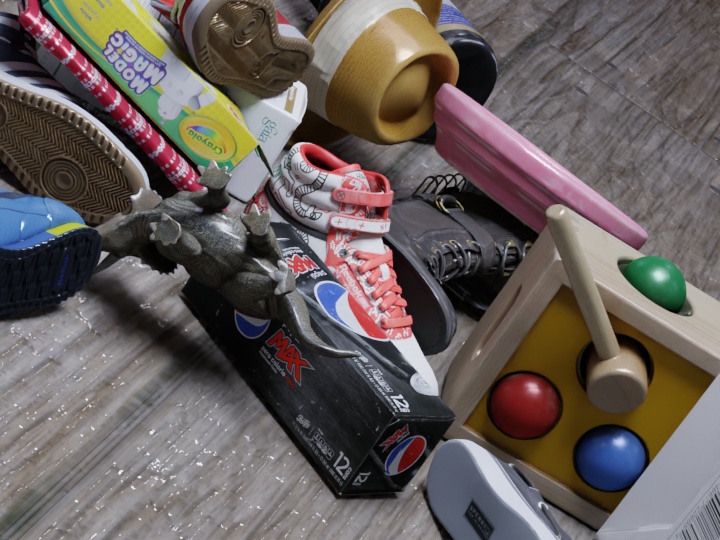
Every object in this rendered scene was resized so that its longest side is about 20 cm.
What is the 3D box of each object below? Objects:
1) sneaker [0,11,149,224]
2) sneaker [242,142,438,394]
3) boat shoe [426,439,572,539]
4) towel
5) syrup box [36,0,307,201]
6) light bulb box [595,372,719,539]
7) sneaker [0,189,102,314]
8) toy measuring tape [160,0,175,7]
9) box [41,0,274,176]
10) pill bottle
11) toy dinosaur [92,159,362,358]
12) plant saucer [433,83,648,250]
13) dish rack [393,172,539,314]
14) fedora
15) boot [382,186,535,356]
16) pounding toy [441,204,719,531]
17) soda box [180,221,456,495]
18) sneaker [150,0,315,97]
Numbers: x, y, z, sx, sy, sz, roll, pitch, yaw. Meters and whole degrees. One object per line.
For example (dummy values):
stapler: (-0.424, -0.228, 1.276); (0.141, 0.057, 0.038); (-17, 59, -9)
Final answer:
sneaker: (-0.219, -0.110, 1.503); (0.200, 0.070, 0.109); (31, 24, 1)
sneaker: (-0.001, 0.000, 1.523); (0.201, 0.108, 0.067); (45, 25, 25)
boat shoe: (0.104, 0.179, 1.370); (0.066, 0.070, 0.200); (17, 20, -31)
towel: (-0.168, -0.118, 1.534); (0.200, 0.022, 0.145); (47, 5, -20)
syrup box: (-0.145, -0.142, 1.653); (0.200, 0.079, 0.081); (29, 23, -11)
light bulb box: (0.301, 0.172, 1.466); (0.200, 0.198, 0.125); (21, 27, -25)
sneaker: (-0.239, -0.013, 1.299); (0.078, 0.066, 0.200); (32, 19, 24)
toy measuring tape: (-0.143, -0.174, 1.734); (0.200, 0.074, 0.074); (29, 23, -10)
box: (-0.141, -0.139, 1.540); (0.200, 0.048, 0.117); (44, 5, -21)
pill bottle: (0.030, -0.217, 1.995); (0.112, 0.112, 0.200); (11, 31, -42)
toy dinosaur: (-0.080, -0.009, 1.380); (0.200, 0.077, 0.102); (24, -15, 2)
plant saucer: (0.132, -0.069, 1.726); (0.200, 0.051, 0.201); (37, 6, -4)
dish rack: (0.105, -0.027, 1.789); (0.153, 0.055, 0.200); (41, 24, 20)
fedora: (0.020, -0.155, 1.755); (0.082, 0.201, 0.201); (42, 24, 21)
boot: (0.067, -0.011, 1.635); (0.174, 0.069, 0.200); (-2, 34, -35)
pounding toy: (0.157, 0.056, 1.504); (0.184, 0.200, 0.142); (31, 23, -6)
soda box: (-0.030, 0.052, 1.427); (0.063, 0.071, 0.200); (6, 35, -49)
sneaker: (-0.108, -0.189, 1.559); (0.112, 0.071, 0.200); (45, 4, 15)
